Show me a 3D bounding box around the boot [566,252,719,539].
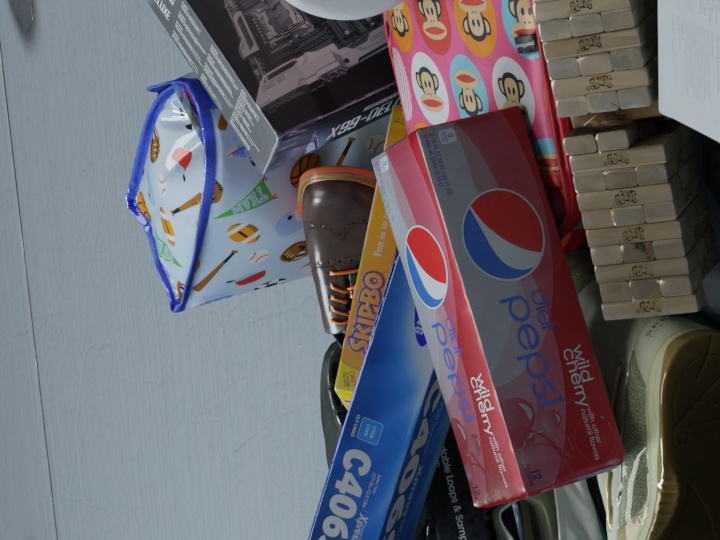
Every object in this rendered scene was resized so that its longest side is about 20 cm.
[{"bbox_3d":[0.147,0.104,1.317,0.155,0.071,0.202,-143,50,-58],"label":"boot"}]

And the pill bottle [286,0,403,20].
[{"bbox_3d":[-0.003,-0.233,1.370,0.200,0.111,0.113,-81,-8,-60],"label":"pill bottle"}]

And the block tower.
[{"bbox_3d":[0.136,-0.079,1.214,0.054,0.058,0.202,-6,106,26],"label":"block tower"}]

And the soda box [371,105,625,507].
[{"bbox_3d":[0.073,0.020,1.262,0.063,0.069,0.202,-28,78,63],"label":"soda box"}]

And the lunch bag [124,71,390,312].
[{"bbox_3d":[-0.058,-0.084,1.592,0.124,0.169,0.200,62,155,23],"label":"lunch bag"}]

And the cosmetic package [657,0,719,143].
[{"bbox_3d":[0.194,-0.151,1.088,0.151,0.051,0.202,-138,40,-59],"label":"cosmetic package"}]

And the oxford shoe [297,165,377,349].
[{"bbox_3d":[0.000,0.000,1.558,0.200,0.070,0.073,68,-159,-58],"label":"oxford shoe"}]

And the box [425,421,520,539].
[{"bbox_3d":[0.067,0.130,1.486,0.143,0.036,0.202,4,-109,-79],"label":"box"}]

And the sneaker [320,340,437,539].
[{"bbox_3d":[0.009,0.141,1.699,0.091,0.075,0.202,-167,73,-77],"label":"sneaker"}]

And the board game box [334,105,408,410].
[{"bbox_3d":[0.021,-0.009,1.471,0.096,0.030,0.202,64,-141,-72],"label":"board game box"}]

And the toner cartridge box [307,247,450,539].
[{"bbox_3d":[0.026,0.075,1.366,0.095,0.043,0.202,-27,-45,-71],"label":"toner cartridge box"}]

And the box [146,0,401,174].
[{"bbox_3d":[-0.045,-0.178,1.470,0.201,0.157,0.050,56,153,16],"label":"box"}]

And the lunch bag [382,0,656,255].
[{"bbox_3d":[0.092,-0.094,1.344,0.200,0.081,0.178,17,122,65],"label":"lunch bag"}]

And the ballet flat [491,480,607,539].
[{"bbox_3d":[0.107,0.126,1.436,0.069,0.069,0.202,156,101,-68],"label":"ballet flat"}]
